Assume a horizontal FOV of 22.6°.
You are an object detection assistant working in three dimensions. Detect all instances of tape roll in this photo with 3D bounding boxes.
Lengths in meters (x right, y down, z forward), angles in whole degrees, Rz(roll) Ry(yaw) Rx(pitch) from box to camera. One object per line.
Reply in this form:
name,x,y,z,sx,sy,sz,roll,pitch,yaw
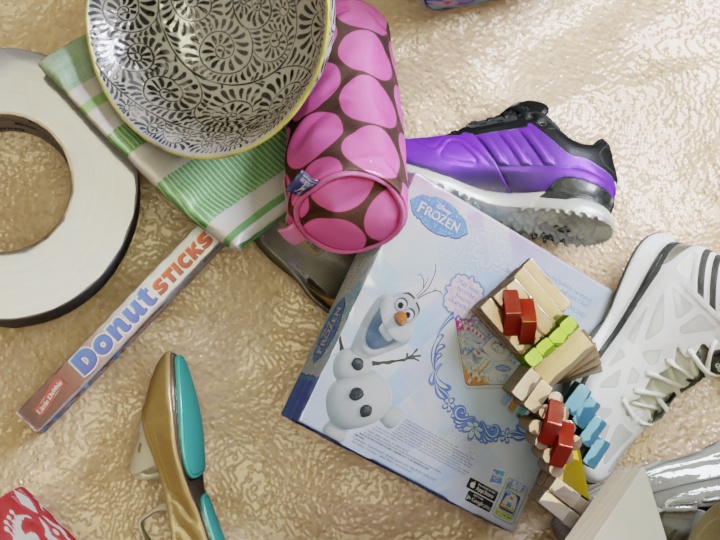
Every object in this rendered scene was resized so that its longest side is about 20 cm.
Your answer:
tape roll,-0.264,-0.060,1.340,0.198,0.066,0.203,1,83,-5

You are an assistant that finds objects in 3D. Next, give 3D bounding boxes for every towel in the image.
towel,-0.120,-0.115,1.339,0.200,0.023,0.152,46,46,5

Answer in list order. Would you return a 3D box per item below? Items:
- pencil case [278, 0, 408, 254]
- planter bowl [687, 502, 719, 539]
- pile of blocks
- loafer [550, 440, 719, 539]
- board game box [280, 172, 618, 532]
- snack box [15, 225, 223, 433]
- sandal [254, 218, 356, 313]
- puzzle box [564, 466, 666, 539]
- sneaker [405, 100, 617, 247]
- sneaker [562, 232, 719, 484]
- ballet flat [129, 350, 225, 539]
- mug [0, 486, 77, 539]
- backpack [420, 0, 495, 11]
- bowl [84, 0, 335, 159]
pencil case,-0.017,-0.107,1.321,0.093,0.201,0.091,-27,130,25
planter bowl,0.305,0.237,1.281,0.134,0.200,0.202,17,82,-13
pile of blocks,0.144,0.091,1.292,0.081,0.062,0.202,-17,92,-4
loafer,0.241,0.176,1.358,0.198,0.070,0.070,-17,77,-8
board game box,0.069,0.062,1.338,0.199,0.043,0.200,30,81,-22
snack box,-0.175,0.041,1.333,0.024,0.072,0.200,44,81,-1
sandal,0.000,0.000,1.362,0.200,0.055,0.082,40,81,-2
puzzle box,0.194,0.260,1.289,0.133,0.025,0.202,-43,120,-49
sneaker,0.102,-0.086,1.382,0.198,0.070,0.100,13,68,0
sneaker,0.227,0.074,1.335,0.075,0.115,0.202,31,80,-46
ballet flat,-0.139,0.162,1.327,0.062,0.069,0.202,-14,83,7
mug,-0.230,0.277,1.273,0.177,0.133,0.200,-42,85,-10
backpack,0.082,-0.282,1.345,0.198,0.178,0.152,-4,78,-2
bowl,-0.091,-0.182,1.290,0.199,0.094,0.203,3,96,26
